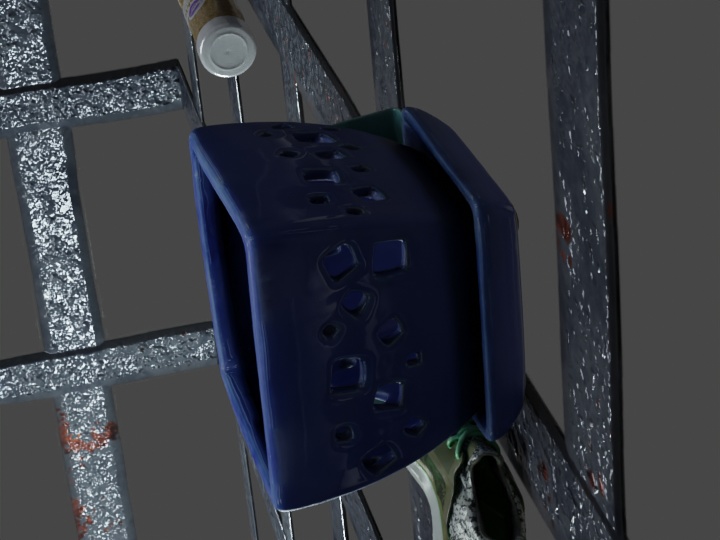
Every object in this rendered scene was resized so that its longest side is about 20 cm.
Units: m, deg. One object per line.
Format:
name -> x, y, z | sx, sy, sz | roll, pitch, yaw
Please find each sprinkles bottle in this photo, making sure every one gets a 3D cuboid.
sprinkles bottle -> -0.173, -0.298, 2.367 | 0.200, 0.068, 0.069 | -115, 18, -59

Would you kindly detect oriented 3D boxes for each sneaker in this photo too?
sneaker -> 0.077, 0.128, 1.350 | 0.089, 0.077, 0.201 | 118, 137, -55

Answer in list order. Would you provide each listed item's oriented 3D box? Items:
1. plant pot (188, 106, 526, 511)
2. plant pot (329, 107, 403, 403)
plant pot -> 0.001, 0.012, 1.285 | 0.200, 0.179, 0.201 | -121, 22, -61
plant pot -> -0.001, 0.006, 1.464 | 0.141, 0.141, 0.201 | -124, 19, -69
